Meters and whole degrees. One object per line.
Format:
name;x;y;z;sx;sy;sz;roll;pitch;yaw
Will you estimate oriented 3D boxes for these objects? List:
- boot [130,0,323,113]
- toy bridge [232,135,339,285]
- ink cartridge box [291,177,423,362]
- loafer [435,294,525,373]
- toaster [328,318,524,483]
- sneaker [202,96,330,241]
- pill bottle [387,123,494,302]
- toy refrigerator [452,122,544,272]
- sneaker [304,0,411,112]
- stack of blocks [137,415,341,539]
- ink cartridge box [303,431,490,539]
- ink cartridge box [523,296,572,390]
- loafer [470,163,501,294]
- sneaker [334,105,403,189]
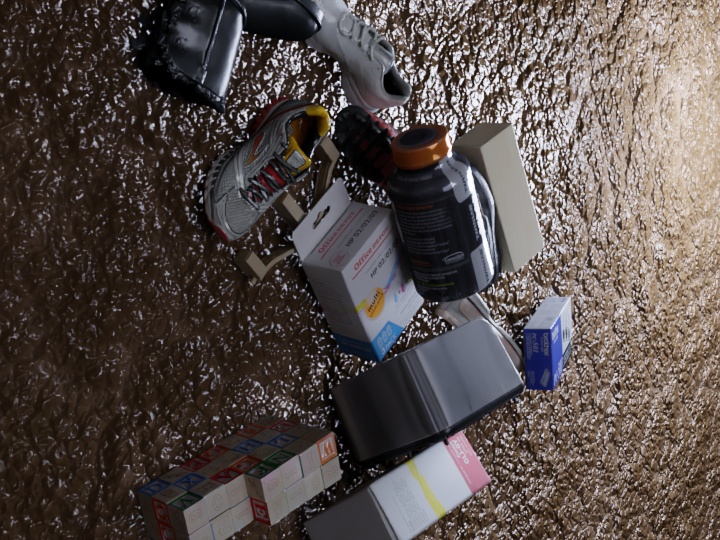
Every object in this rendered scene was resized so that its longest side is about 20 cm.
boot;-0.139;-0.248;1.090;0.197;0.073;0.165;27;73;-38
toy bridge;-0.080;-0.065;1.209;0.067;0.027;0.202;51;59;-39
ink cartridge box;0.000;0.000;1.254;0.116;0.067;0.202;-52;137;-31
loafer;0.171;0.096;1.482;0.063;0.072;0.201;-47;124;-12
toaster;0.074;0.159;1.278;0.198;0.180;0.120;-21;83;-43
sneaker;-0.104;-0.119;1.136;0.078;0.081;0.202;49;60;-38
pill bottle;0.093;-0.072;1.227;0.106;0.105;0.203;-41;127;-36
toy refrigerator;0.197;-0.107;1.478;0.076;0.069;0.202;-37;120;-30
sneaker;-0.004;-0.273;1.224;0.200;0.086;0.075;47;63;-38
stack of blocks;-0.130;0.236;1.125;0.199;0.114;0.060;-25;112;-42
ink cartridge box;0.047;0.293;1.283;0.199;0.145;0.084;-20;76;-49
ink cartridge box;0.291;0.109;1.568;0.200;0.043;0.096;-32;119;-66
loafer;0.154;-0.059;1.433;0.071;0.067;0.203;-50;132;-45
sneaker;0.044;-0.146;1.304;0.200;0.071;0.099;38;30;-22
